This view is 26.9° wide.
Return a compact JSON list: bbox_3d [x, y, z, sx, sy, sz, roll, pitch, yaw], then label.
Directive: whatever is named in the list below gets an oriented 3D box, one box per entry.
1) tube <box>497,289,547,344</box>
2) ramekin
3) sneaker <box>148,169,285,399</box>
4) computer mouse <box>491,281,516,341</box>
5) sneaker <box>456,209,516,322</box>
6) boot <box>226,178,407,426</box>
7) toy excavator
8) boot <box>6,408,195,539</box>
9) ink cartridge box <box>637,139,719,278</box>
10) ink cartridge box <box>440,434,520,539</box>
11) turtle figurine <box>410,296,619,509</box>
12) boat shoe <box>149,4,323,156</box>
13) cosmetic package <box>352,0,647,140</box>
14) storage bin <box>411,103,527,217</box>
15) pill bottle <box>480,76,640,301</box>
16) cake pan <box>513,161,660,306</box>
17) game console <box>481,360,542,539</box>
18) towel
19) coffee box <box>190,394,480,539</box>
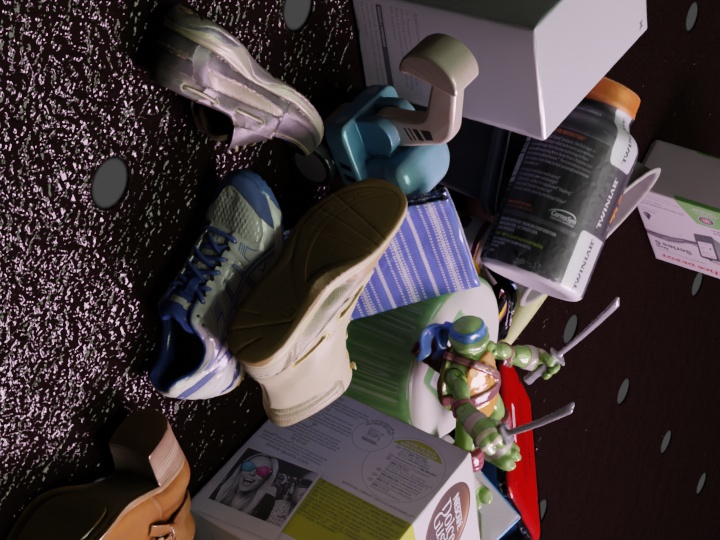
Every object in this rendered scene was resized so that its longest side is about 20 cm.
[{"bbox_3d":[0.190,0.036,1.780,0.201,0.052,0.058,-56,148,-24],"label":"tube"},{"bbox_3d":[0.059,0.078,1.549,0.200,0.097,0.202,-34,134,-45],"label":"ramekin"},{"bbox_3d":[-0.122,0.016,1.251,0.088,0.075,0.202,-8,113,-56],"label":"sneaker"},{"bbox_3d":[0.134,0.080,1.652,0.034,0.059,0.201,-8,147,-27],"label":"computer mouse"},{"bbox_3d":[0.142,0.015,1.655,0.075,0.089,0.200,-58,147,-20],"label":"sneaker"},{"bbox_3d":[-0.026,0.030,1.282,0.201,0.072,0.156,-52,155,-19],"label":"boot"},{"bbox_3d":[0.038,-0.116,1.313,0.100,0.199,0.196,-45,127,-34],"label":"toy excavator"},{"bbox_3d":[-0.210,0.228,1.247,0.201,0.076,0.156,-55,151,-37],"label":"boot"},{"bbox_3d":[0.469,-0.077,2.070,0.084,0.144,0.200,-59,147,-17],"label":"ink cartridge box"},{"bbox_3d":[0.075,0.262,1.593,0.068,0.115,0.200,-39,173,-27],"label":"ink cartridge box"},{"bbox_3d":[0.146,0.138,1.431,0.145,0.197,0.195,-90,180,-49],"label":"turtle figurine"},{"bbox_3d":[-0.105,-0.137,1.208,0.074,0.074,0.200,-57,139,-2],"label":"boat shoe"},{"bbox_3d":[0.131,-0.242,1.386,0.199,0.199,0.124,-46,142,-35],"label":"cosmetic package"},{"bbox_3d":[0.139,-0.140,1.519,0.199,0.133,0.147,-13,118,-55],"label":"storage bin"},{"bbox_3d":[0.195,-0.082,1.409,0.106,0.105,0.202,28,83,-59],"label":"pill bottle"},{"bbox_3d":[0.226,-0.045,1.551,0.200,0.037,0.200,-41,168,-10],"label":"cake pan"},{"bbox_3d":[0.136,0.220,1.683,0.201,0.118,0.173,-89,158,-43],"label":"game console"},{"bbox_3d":[0.000,0.000,1.353,0.145,0.198,0.024,66,11,-51],"label":"towel"},{"bbox_3d":[-0.017,0.264,1.436,0.198,0.199,0.201,-45,142,-35],"label":"coffee box"}]
